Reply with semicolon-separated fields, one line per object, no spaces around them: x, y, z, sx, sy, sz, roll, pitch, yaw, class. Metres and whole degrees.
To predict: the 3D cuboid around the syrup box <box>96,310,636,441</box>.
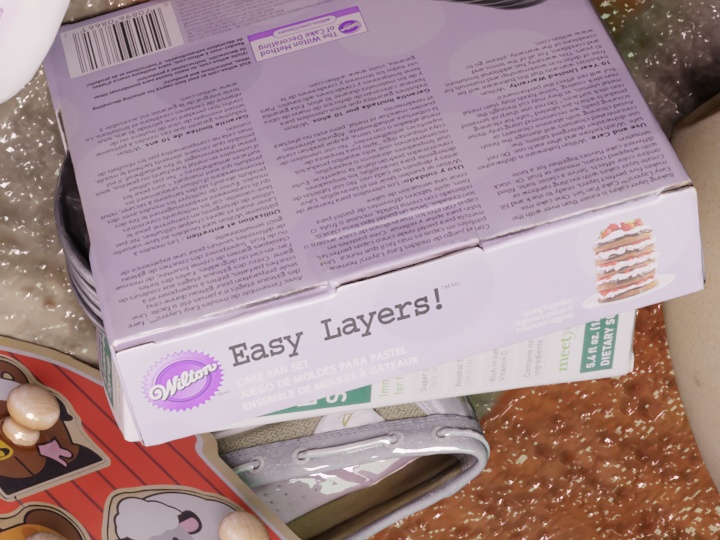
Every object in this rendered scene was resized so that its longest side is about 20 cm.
0.000;0.000;0.889;0.199;0.082;0.079;-7;126;-13;syrup box

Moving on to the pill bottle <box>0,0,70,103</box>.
-0.189;-0.127;0.719;0.199;0.112;0.112;15;120;-26;pill bottle

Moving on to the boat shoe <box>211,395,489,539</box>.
-0.042;0.101;0.961;0.202;0.065;0.075;-28;128;5;boat shoe

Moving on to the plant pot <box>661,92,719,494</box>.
0.190;-0.019;0.885;0.200;0.200;0.135;-31;93;7;plant pot

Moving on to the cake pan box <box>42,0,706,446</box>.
-0.006;-0.039;0.793;0.199;0.184;0.052;-16;129;-5;cake pan box

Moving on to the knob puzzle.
-0.113;0.075;0.851;0.219;0.220;0.030;16;121;-26;knob puzzle
